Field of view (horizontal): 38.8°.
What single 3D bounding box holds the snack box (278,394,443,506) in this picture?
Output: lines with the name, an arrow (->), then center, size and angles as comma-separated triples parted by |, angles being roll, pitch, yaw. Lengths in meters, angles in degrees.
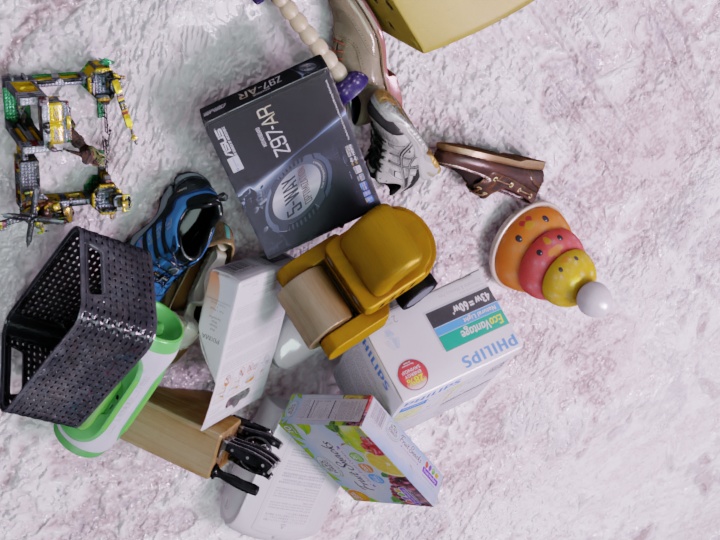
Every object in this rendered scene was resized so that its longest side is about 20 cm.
snack box -> 0.003, 0.240, 1.363 | 0.201, 0.140, 0.053 | 51, 50, -35

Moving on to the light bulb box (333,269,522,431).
light bulb box -> 0.086, 0.124, 1.399 | 0.196, 0.126, 0.201 | -22, 161, -22

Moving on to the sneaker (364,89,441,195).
sneaker -> 0.040, -0.151, 1.304 | 0.087, 0.076, 0.200 | -32, 151, 6

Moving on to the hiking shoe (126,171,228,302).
hiking shoe -> -0.233, -0.021, 1.221 | 0.074, 0.087, 0.202 | 24, 98, -36

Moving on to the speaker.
speaker -> -0.291, 0.130, 1.225 | 0.088, 0.089, 0.201 | 20, 119, -36

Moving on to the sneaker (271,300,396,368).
sneaker -> -0.038, 0.066, 1.386 | 0.199, 0.080, 0.071 | -38, 128, -9

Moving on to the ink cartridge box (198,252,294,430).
ink cartridge box -> -0.154, 0.083, 1.296 | 0.162, 0.050, 0.203 | -23, 134, -65

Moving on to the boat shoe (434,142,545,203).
boat shoe -> 0.182, -0.134, 1.434 | 0.197, 0.070, 0.072 | 8, 103, -34

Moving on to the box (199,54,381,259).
box -> -0.080, -0.132, 1.221 | 0.158, 0.044, 0.202 | -23, 124, -1

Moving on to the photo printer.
photo printer -> -0.101, 0.288, 1.451 | 0.165, 0.069, 0.203 | 17, 101, -36

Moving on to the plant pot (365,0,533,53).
plant pot -> 0.078, -0.375, 1.191 | 0.176, 0.200, 0.201 | -41, 126, -2

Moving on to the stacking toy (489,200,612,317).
stacking toy -> 0.295, 0.002, 1.479 | 0.144, 0.200, 0.148 | -18, 127, -26

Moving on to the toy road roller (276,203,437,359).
toy road roller -> 0.000, 0.000, 1.238 | 0.198, 0.124, 0.146 | -33, 167, -13

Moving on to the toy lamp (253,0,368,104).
toy lamp -> -0.069, -0.288, 1.202 | 0.058, 0.058, 0.201 | -43, 112, -7

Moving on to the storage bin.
storage bin -> -0.316, 0.066, 1.139 | 0.093, 0.137, 0.200 | 19, 131, -35

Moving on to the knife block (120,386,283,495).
knife block -> -0.202, 0.217, 1.291 | 0.197, 0.175, 0.065 | 11, 105, -34

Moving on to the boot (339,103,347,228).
boot -> -0.088, -0.139, 1.277 | 0.144, 0.070, 0.204 | -10, 115, -20

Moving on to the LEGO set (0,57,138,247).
LEGO set -> -0.312, -0.128, 1.105 | 0.151, 0.116, 0.204 | 0, 112, -31

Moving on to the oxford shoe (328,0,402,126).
oxford shoe -> -0.009, -0.267, 1.260 | 0.074, 0.070, 0.202 | -31, 123, -10

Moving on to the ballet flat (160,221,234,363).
ballet flat -> -0.206, 0.037, 1.272 | 0.067, 0.072, 0.202 | 23, 98, -33
